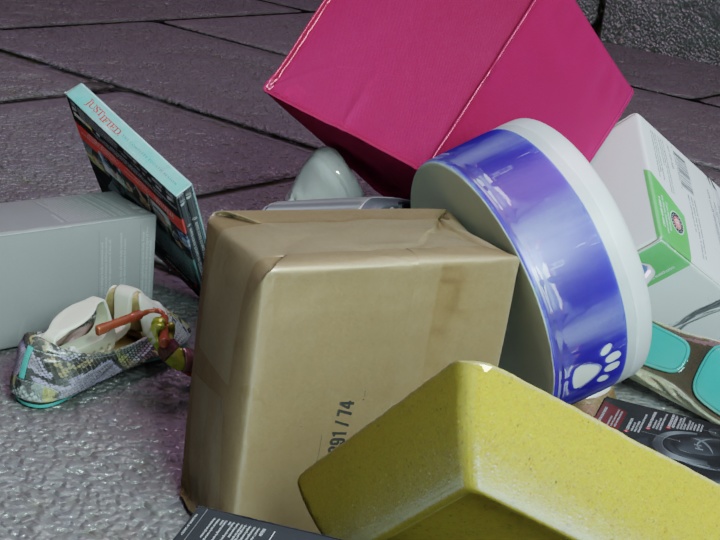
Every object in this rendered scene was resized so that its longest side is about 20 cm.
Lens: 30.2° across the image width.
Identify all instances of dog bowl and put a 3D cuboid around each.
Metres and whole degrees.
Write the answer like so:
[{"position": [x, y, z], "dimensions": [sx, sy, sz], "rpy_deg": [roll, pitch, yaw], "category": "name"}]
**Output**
[{"position": [0.116, 0.000, 0.943], "dimensions": [0.079, 0.201, 0.200], "rpy_deg": [-24, 28, -15], "category": "dog bowl"}]

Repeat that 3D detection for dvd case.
[{"position": [-0.190, -0.064, 1.182], "dimensions": [0.022, 0.200, 0.146], "rpy_deg": [-41, 68, -19], "category": "dvd case"}]

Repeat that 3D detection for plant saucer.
[{"position": [0.084, 0.141, 0.695], "dimensions": [0.199, 0.200, 0.049], "rpy_deg": [27, 55, -14], "category": "plant saucer"}]

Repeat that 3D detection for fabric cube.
[{"position": [0.078, -0.154, 1.140], "dimensions": [0.200, 0.197, 0.199], "rpy_deg": [32, -3, 37], "category": "fabric cube"}]

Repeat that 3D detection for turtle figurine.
[{"position": [-0.092, 0.072, 1.025], "dimensions": [0.199, 0.065, 0.161], "rpy_deg": [13, -6, -37], "category": "turtle figurine"}]

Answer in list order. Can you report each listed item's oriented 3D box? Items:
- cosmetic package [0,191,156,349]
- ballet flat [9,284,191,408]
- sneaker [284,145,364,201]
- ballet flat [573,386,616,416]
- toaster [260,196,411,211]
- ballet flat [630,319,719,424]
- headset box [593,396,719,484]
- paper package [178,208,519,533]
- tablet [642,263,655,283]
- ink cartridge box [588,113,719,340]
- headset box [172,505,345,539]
[{"position": [-0.278, 0.000, 1.128], "dimensions": [0.199, 0.107, 0.090], "rpy_deg": [-6, 22, -37], "category": "cosmetic package"}, {"position": [-0.199, 0.049, 1.067], "dimensions": [0.072, 0.072, 0.200], "rpy_deg": [15, 20, 25], "category": "ballet flat"}, {"position": [-0.058, -0.029, 1.200], "dimensions": [0.088, 0.200, 0.075], "rpy_deg": [-30, 70, -31], "category": "sneaker"}, {"position": [0.172, 0.081, 1.085], "dimensions": [0.067, 0.073, 0.200], "rpy_deg": [-1, 19, 0], "category": "ballet flat"}, {"position": [0.000, 0.000, 1.074], "dimensions": [0.129, 0.114, 0.200], "rpy_deg": [4, -2, 32], "category": "toaster"}, {"position": [0.281, 0.087, 1.118], "dimensions": [0.200, 0.068, 0.062], "rpy_deg": [30, -12, 26], "category": "ballet flat"}, {"position": [0.216, 0.158, 0.870], "dimensions": [0.199, 0.078, 0.149], "rpy_deg": [12, 19, 18], "category": "headset box"}, {"position": [-0.010, 0.068, 0.871], "dimensions": [0.190, 0.201, 0.103], "rpy_deg": [-3, 21, -27], "category": "paper package"}, {"position": [0.133, 0.055, 1.061], "dimensions": [0.130, 0.014, 0.200], "rpy_deg": [13, 52, 47], "category": "tablet"}, {"position": [0.280, -0.022, 1.189], "dimensions": [0.200, 0.084, 0.146], "rpy_deg": [33, 40, -35], "category": "ink cartridge box"}, {"position": [-0.016, 0.207, 0.623], "dimensions": [0.199, 0.093, 0.174], "rpy_deg": [10, 19, 10], "category": "headset box"}]
